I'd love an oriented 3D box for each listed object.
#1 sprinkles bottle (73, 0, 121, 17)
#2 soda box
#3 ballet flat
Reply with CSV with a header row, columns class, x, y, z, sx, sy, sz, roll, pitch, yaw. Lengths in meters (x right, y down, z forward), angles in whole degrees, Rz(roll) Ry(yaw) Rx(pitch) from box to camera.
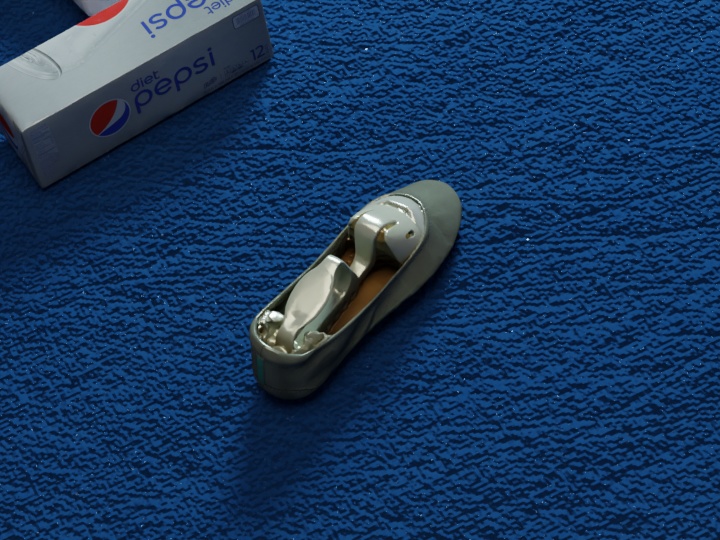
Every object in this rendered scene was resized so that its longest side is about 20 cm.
class,x,y,z,sx,sy,sz,roll,pitch,yaw
sprinkles bottle,-0.232,-0.268,1.710,0.068,0.068,0.200,-34,55,-16
soda box,-0.165,-0.146,1.610,0.199,0.064,0.068,-31,54,-13
ballet flat,0.000,0.000,1.474,0.067,0.064,0.200,28,62,27
